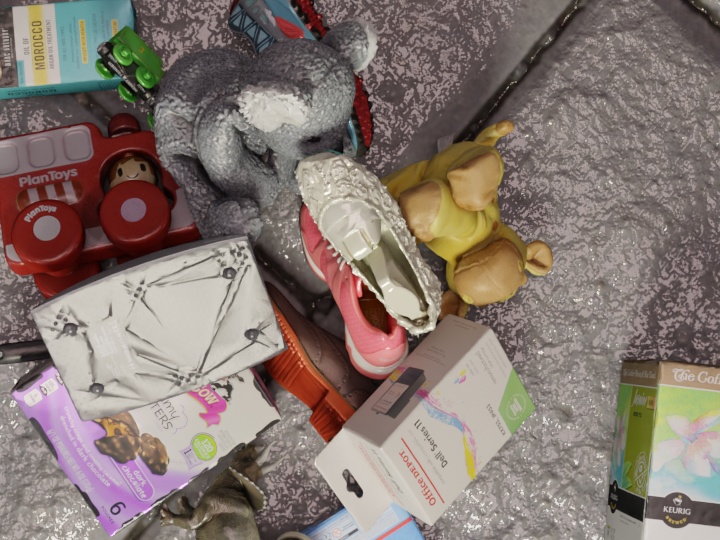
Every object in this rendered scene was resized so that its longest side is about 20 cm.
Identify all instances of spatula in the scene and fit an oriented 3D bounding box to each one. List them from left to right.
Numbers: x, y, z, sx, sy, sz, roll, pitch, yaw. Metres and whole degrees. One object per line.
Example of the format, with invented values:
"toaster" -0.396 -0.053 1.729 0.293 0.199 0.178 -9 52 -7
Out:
"spatula" -0.268 0.073 1.231 0.198 0.021 0.057 -7 93 -3

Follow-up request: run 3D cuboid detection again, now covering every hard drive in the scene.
"hard drive" -0.177 0.046 1.113 0.198 0.042 0.136 -19 118 -2

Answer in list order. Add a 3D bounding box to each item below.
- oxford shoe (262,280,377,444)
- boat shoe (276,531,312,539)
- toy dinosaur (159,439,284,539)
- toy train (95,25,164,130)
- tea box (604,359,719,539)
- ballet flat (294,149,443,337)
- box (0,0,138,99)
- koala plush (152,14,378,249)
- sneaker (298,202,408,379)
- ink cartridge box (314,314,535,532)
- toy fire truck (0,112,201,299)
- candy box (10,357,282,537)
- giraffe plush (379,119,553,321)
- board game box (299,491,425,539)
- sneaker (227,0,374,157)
"oxford shoe" -0.043 0.087 1.234 0.072 0.071 0.201 -32 84 -35
"boat shoe" -0.077 0.350 1.179 0.071 0.061 0.203 11 102 16
"toy dinosaur" -0.133 0.263 1.196 0.101 0.077 0.202 -3 78 13
"toy train" -0.176 -0.153 1.211 0.042 0.057 0.200 -27 118 35
"tea box" 0.356 0.193 1.208 0.198 0.134 0.199 6 85 -3
"ballet flat" 0.015 -0.019 1.085 0.072 0.072 0.200 -43 121 -5
"box" -0.319 -0.217 1.232 0.198 0.049 0.083 -6 87 -4
"koala plush" -0.078 -0.144 1.117 0.177 0.199 0.185 -41 98 -37
"sneaker" 0.000 0.000 1.204 0.073 0.087 0.202 -19 70 -14
"ink cartridge box" 0.063 0.154 1.179 0.200 0.067 0.118 -45 124 -19
"toy fire truck" -0.257 -0.072 1.207 0.198 0.112 0.170 -13 69 -5
"candy box" -0.202 0.123 1.195 0.199 0.072 0.169 -34 99 -5
"giraffe plush" 0.100 -0.032 1.205 0.171 0.200 0.163 -19 106 29
"board game box" 0.016 0.330 1.226 0.150 0.037 0.201 -31 88 -5
"sneaker" -0.060 -0.194 1.248 0.095 0.079 0.201 -28 95 22
